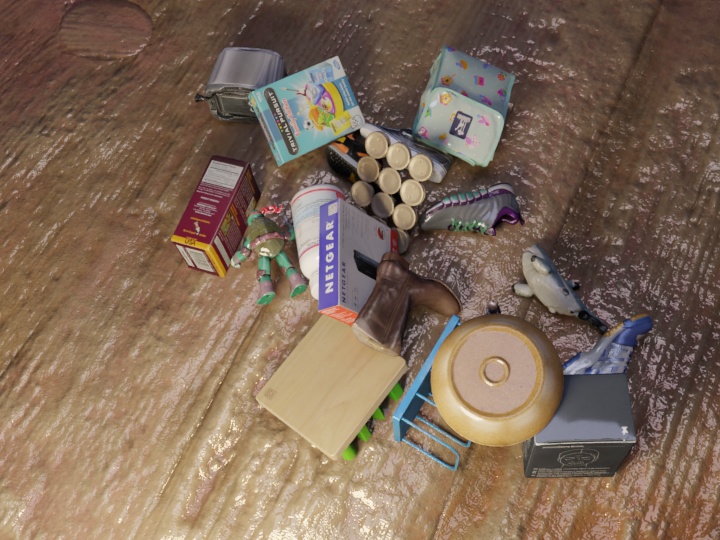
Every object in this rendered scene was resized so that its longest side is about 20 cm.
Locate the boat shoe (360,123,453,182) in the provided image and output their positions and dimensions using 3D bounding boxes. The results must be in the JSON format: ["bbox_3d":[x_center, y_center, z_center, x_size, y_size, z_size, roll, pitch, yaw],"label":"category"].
[{"bbox_3d":[0.094,-0.252,1.614,0.198,0.072,0.068,30,71,17],"label":"boat shoe"}]

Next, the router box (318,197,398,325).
[{"bbox_3d":[0.000,0.000,1.429,0.048,0.178,0.204,-18,62,34],"label":"router box"}]

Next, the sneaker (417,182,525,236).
[{"bbox_3d":[0.210,-0.098,1.521,0.197,0.075,0.089,-18,67,-4],"label":"sneaker"}]

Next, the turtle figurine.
[{"bbox_3d":[-0.179,-0.042,1.528,0.147,0.101,0.203,-20,68,-4],"label":"turtle figurine"}]

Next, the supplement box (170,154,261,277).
[{"bbox_3d":[-0.276,-0.107,1.561,0.084,0.111,0.203,14,65,14],"label":"supplement box"}]

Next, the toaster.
[{"bbox_3d":[-0.242,-0.392,1.705,0.196,0.114,0.131,6,60,8],"label":"toaster"}]

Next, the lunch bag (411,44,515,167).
[{"bbox_3d":[0.200,-0.315,1.586,0.168,0.122,0.203,22,64,-7],"label":"lunch bag"}]

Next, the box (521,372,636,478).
[{"bbox_3d":[0.331,0.246,1.254,0.145,0.201,0.109,-2,62,5],"label":"box"}]

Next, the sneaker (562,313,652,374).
[{"bbox_3d":[0.426,0.157,1.366,0.199,0.075,0.089,-37,67,-1],"label":"sneaker"}]

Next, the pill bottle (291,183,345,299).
[{"bbox_3d":[-0.066,-0.052,1.509,0.107,0.109,0.203,-11,62,1],"label":"pill bottle"}]

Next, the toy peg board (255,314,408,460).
[{"bbox_3d":[-0.039,0.213,1.392,0.198,0.098,0.201,27,68,36],"label":"toy peg board"}]

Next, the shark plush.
[{"bbox_3d":[0.367,0.029,1.441,0.199,0.092,0.083,35,41,27],"label":"shark plush"}]

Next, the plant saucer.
[{"bbox_3d":[0.199,0.154,1.186,0.196,0.036,0.204,-5,66,11],"label":"plant saucer"}]

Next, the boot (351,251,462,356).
[{"bbox_3d":[0.083,0.085,1.383,0.185,0.064,0.202,31,43,-9],"label":"boot"}]

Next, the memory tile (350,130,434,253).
[{"bbox_3d":[0.051,-0.147,1.519,0.152,0.203,0.017,28,27,21],"label":"memory tile"}]

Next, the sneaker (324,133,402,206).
[{"bbox_3d":[0.023,-0.203,1.599,0.199,0.070,0.090,41,64,20],"label":"sneaker"}]

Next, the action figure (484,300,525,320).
[{"bbox_3d":[0.190,0.157,1.247,0.128,0.070,0.203,23,71,4],"label":"action figure"}]

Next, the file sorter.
[{"bbox_3d":[0.154,0.208,1.333,0.121,0.139,0.201,28,69,17],"label":"file sorter"}]

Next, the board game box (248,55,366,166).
[{"bbox_3d":[-0.106,-0.323,1.628,0.198,0.047,0.153,-27,98,-18],"label":"board game box"}]
